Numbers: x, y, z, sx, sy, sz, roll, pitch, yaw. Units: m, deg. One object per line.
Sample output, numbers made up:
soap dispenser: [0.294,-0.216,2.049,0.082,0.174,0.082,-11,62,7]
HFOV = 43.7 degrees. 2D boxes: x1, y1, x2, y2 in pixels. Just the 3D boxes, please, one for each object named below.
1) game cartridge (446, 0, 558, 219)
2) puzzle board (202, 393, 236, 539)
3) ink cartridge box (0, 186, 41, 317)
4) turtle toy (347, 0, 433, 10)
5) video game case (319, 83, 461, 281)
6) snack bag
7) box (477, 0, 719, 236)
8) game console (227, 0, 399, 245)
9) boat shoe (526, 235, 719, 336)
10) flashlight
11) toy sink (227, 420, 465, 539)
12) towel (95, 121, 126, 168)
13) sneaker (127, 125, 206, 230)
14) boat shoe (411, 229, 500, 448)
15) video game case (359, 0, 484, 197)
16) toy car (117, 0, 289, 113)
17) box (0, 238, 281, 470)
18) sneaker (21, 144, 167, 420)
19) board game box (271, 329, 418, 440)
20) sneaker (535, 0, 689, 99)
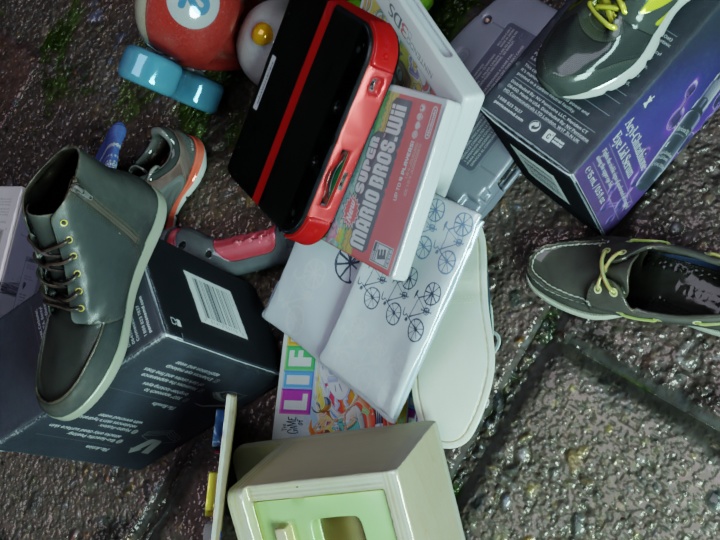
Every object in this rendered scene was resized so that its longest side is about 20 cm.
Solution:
game cartridge: [0.121,-0.160,0.841,0.133,0.041,0.201,40,93,26]
puzzle board: [-0.122,0.193,0.769,0.017,0.200,0.152,7,75,-6]
ink cartridge box: [-0.433,0.010,1.032,0.145,0.083,0.202,3,75,26]
turtle toy: [-0.012,-0.311,0.879,0.101,0.199,0.147,-37,36,43]
video game case: [-0.003,-0.090,0.761,0.200,0.017,0.144,29,105,51]
snack bag: [0.000,0.000,0.777,0.200,0.021,0.190,34,107,41]
box: [0.213,-0.152,0.728,0.200,0.148,0.104,-50,60,5]
game console: [-0.047,-0.141,0.797,0.177,0.031,0.201,46,117,50]
boat shoe: [0.225,0.006,0.723,0.199,0.061,0.072,10,79,28]
flashlight: [-0.121,-0.028,0.901,0.198,0.068,0.069,-14,67,23]
toy sink: [-0.029,0.211,0.726,0.198,0.112,0.132,-10,98,24]
towel: [-0.281,-0.045,0.965,0.145,0.024,0.202,154,123,-63]
sneaker: [-0.239,-0.065,0.960,0.076,0.082,0.202,16,82,29]
boat shoe: [0.082,0.051,0.777,0.074,0.062,0.202,-5,77,14]
video game case: [0.032,-0.139,0.799,0.023,0.201,0.183,-12,56,-23]
toy car: [-0.108,-0.241,0.913,0.199,0.177,0.186,24,96,17]
box: [-0.209,0.082,0.834,0.199,0.196,0.118,-32,62,14]
sneaker: [-0.229,0.009,0.691,0.074,0.106,0.202,9,77,29]
board game box: [-0.010,0.098,0.825,0.133,0.034,0.202,-3,73,26]
sneaker: [0.194,-0.207,0.622,0.200,0.085,0.075,-44,61,7]
